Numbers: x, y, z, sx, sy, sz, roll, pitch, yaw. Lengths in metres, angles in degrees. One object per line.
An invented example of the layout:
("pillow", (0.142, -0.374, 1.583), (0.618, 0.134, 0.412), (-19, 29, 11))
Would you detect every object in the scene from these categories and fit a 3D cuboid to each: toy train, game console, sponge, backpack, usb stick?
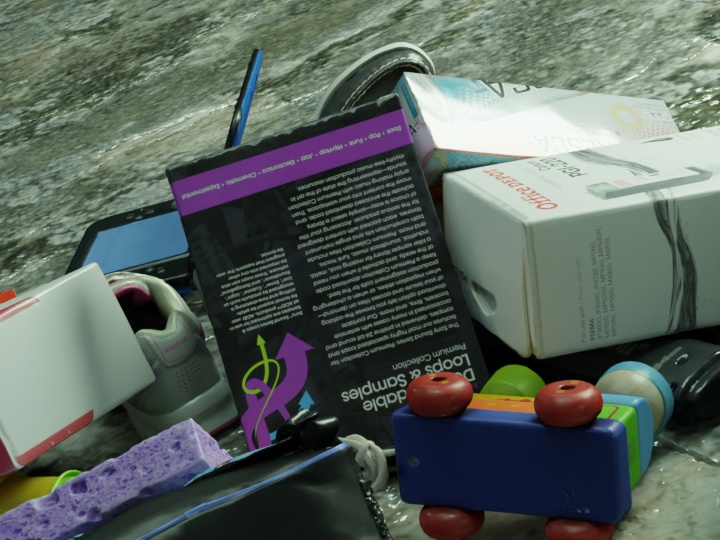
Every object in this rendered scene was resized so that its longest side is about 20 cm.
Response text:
("toy train", (0.059, 0.082, 1.149), (0.200, 0.085, 0.116), (2, 18, 27))
("game console", (-0.143, -0.064, 1.576), (0.170, 0.119, 0.200), (-14, 18, 7))
("sponge", (-0.151, 0.146, 1.107), (0.200, 0.112, 0.030), (-26, 64, 5))
("backpack", (-0.076, 0.167, 0.997), (0.182, 0.135, 0.200), (-24, -9, -18))
("usb stick", (0.135, 0.048, 1.243), (0.055, 0.033, 0.200), (-30, 26, -29))

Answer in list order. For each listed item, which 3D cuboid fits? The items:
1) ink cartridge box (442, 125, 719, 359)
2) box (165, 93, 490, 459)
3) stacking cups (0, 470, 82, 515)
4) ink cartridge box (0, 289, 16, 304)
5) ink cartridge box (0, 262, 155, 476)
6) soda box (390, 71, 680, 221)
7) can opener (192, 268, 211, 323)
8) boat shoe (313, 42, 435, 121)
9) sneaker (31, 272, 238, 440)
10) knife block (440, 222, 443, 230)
("ink cartridge box", (0.162, -0.021, 1.255), (0.200, 0.085, 0.146), (-12, 16, -14))
("box", (-0.016, 0.014, 1.249), (0.143, 0.200, 0.036), (-17, -17, 1))
("stacking cups", (-0.106, 0.139, 1.193), (0.200, 0.061, 0.061), (-2, 27, 23))
("ink cartridge box", (-0.309, 0.057, 1.530), (0.162, 0.057, 0.200), (-22, 28, -9))
("ink cartridge box", (-0.246, 0.083, 1.290), (0.200, 0.084, 0.145), (-23, 7, 32))
("soda box", (0.108, -0.070, 1.356), (0.200, 0.064, 0.068), (4, 47, -30))
("can opener", (-0.063, 0.038, 1.388), (0.066, 0.053, 0.200), (-23, 21, -10))
("boat shoe", (-0.017, -0.067, 1.487), (0.200, 0.074, 0.060), (-47, 23, 5))
("sneaker", (-0.151, 0.036, 1.380), (0.081, 0.088, 0.200), (-33, 35, -31))
("knife block", (0.034, -0.029, 1.453), (0.200, 0.064, 0.176), (-24, 23, -14))
